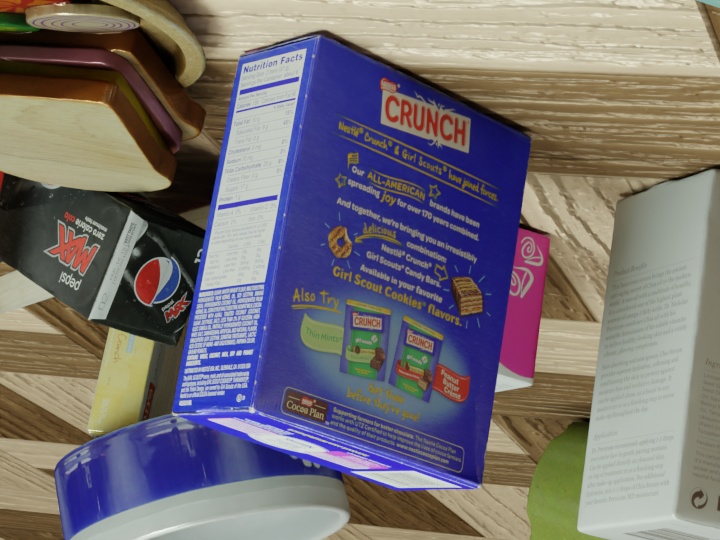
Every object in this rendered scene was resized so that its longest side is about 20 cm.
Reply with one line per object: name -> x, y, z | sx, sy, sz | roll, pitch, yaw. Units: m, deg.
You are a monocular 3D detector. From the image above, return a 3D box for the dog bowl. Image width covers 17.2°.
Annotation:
dog bowl -> -0.111, 0.157, 1.653 | 0.198, 0.079, 0.200 | -12, 164, -4

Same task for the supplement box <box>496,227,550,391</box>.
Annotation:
supplement box -> 0.022, 0.027, 1.548 | 0.103, 0.102, 0.200 | 17, 164, -28

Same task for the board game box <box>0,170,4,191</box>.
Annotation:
board game box -> -0.281, -0.029, 1.322 | 0.150, 0.202, 0.046 | 12, 164, -16

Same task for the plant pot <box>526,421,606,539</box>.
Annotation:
plant pot -> 0.247, 0.205, 1.974 | 0.189, 0.201, 0.200 | 15, 171, 35

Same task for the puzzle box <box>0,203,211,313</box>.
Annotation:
puzzle box -> -0.139, -0.014, 1.515 | 0.132, 0.026, 0.200 | -19, -178, -34

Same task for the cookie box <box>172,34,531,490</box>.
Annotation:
cookie box -> 0.000, 0.000, 1.266 | 0.171, 0.202, 0.075 | 22, 161, -39

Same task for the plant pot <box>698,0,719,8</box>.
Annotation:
plant pot -> 0.141, -0.154, 0.752 | 0.140, 0.142, 0.200 | 15, 171, -21

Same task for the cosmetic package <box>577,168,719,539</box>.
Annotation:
cosmetic package -> 0.188, 0.054, 1.353 | 0.071, 0.202, 0.101 | 15, 164, -25

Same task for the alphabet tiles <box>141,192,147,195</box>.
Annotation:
alphabet tiles -> -0.226, -0.078, 1.486 | 0.198, 0.006, 0.166 | 3, 165, 21

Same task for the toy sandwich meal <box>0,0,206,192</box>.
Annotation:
toy sandwich meal -> -0.172, -0.103, 1.234 | 0.203, 0.071, 0.205 | 8, 165, 2

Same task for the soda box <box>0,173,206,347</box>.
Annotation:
soda box -> -0.164, -0.023, 1.374 | 0.063, 0.071, 0.200 | 19, -175, -37

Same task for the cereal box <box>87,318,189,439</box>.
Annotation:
cereal box -> -0.153, 0.072, 1.737 | 0.039, 0.145, 0.200 | 9, 165, 6
